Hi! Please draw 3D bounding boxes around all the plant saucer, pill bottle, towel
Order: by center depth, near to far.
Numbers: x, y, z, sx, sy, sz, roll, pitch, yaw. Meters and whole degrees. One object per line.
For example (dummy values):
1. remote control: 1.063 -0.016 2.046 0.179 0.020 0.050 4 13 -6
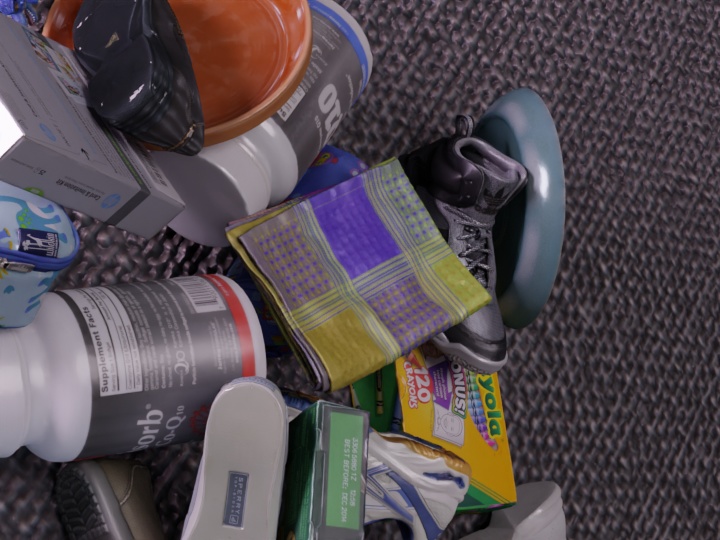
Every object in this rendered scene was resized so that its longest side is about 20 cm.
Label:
1. pill bottle: -0.175 0.068 1.347 0.199 0.116 0.116 -7 80 -31
2. plant saucer: -0.134 -0.166 1.459 0.032 0.199 0.201 86 21 -54
3. towel: 0.000 0.000 1.464 0.200 0.023 0.144 -24 79 -43
4. pill bottle: -0.080 -0.117 1.517 0.114 0.114 0.200 49 49 -20
5. plant saucer: 0.119 -0.052 1.644 0.027 0.200 0.201 1 73 -17

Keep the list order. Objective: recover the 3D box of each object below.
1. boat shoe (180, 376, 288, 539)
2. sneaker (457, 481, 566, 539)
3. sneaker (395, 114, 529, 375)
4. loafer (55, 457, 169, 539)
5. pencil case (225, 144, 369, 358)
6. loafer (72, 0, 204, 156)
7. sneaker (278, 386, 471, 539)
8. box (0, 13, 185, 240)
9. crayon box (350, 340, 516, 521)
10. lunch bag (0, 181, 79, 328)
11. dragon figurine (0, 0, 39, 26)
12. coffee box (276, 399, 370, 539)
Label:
1. boat shoe: -0.082 0.168 1.325 0.072 0.070 0.202 -26 128 -81
2. sneaker: 0.117 0.253 1.616 0.200 0.075 0.089 -32 110 -46
3. sneaker: 0.087 -0.025 1.562 0.075 0.114 0.201 0 60 -42
4. loafer: -0.142 0.217 1.369 0.070 0.075 0.201 -20 90 -41
5. pencil case: -0.046 -0.013 1.523 0.200 0.078 0.087 -62 145 -48
6. loafer: -0.154 -0.149 1.393 0.072 0.073 0.200 41 23 -35
7. sneaker: -0.016 0.150 1.483 0.199 0.075 0.088 24 92 -13
8. box: -0.213 -0.106 1.299 0.156 0.041 0.200 53 12 23
9. crayon box: 0.054 0.099 1.610 0.118 0.058 0.201 2 75 -43
10. lunch bag: -0.282 -0.056 1.269 0.160 0.083 0.200 11 37 -41
11. dragon figurine: -0.244 -0.279 1.454 0.099 0.059 0.201 -11 85 -46
12. coffee box: -0.052 0.176 1.383 0.044 0.200 0.123 13 64 -20
